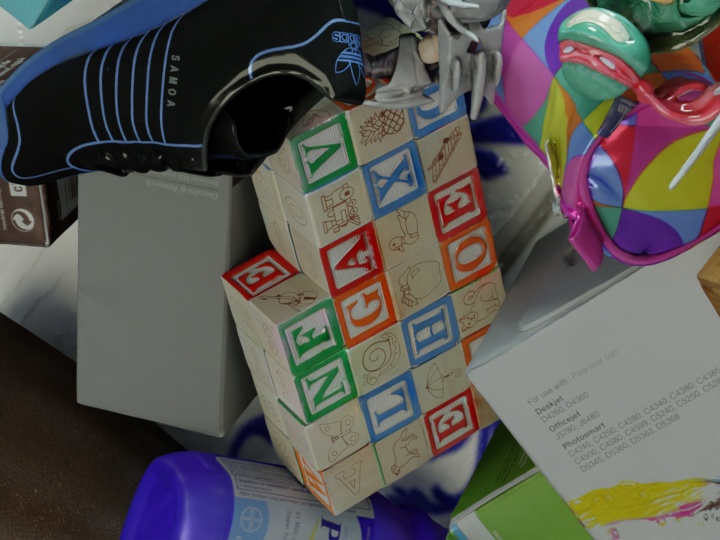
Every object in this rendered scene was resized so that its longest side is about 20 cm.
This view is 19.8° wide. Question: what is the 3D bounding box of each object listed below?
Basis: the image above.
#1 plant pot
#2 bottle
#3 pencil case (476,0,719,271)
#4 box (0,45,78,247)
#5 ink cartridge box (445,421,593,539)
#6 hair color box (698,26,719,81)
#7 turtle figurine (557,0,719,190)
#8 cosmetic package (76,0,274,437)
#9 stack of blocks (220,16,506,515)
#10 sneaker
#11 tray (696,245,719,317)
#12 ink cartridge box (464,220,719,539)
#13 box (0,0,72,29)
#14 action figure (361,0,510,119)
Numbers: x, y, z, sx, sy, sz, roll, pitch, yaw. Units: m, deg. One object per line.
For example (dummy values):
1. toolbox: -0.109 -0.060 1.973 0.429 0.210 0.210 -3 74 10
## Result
1. plant pot: -0.143 0.147 1.080 0.199 0.187 0.187 26 121 -10
2. bottle: -0.020 0.143 1.029 0.199 0.065 0.084 14 103 -33
3. pencil case: 0.090 -0.083 0.858 0.088 0.200 0.089 -8 125 -12
4. box: -0.229 -0.068 1.038 0.199 0.100 0.075 2 115 17
5. ink cartridge box: 0.111 0.158 0.966 0.076 0.200 0.148 -35 100 29
6. hair color box: 0.160 -0.183 0.843 0.061 0.102 0.201 -5 114 19
7. turtle figurine: 0.108 -0.133 0.732 0.149 0.101 0.201 24 86 9
8. cosmetic package: -0.080 -0.033 0.998 0.090 0.107 0.201 10 119 16
9. stack of blocks: 0.000 0.000 0.950 0.059 0.115 0.201 40 151 49
10. sneaker: -0.082 -0.067 0.864 0.200 0.070 0.078 -28 72 35
11. tray: 0.227 -0.050 0.793 0.098 0.200 0.037 21 155 49
12. ink cartridge box: 0.174 0.056 0.927 0.146 0.147 0.200 -33 101 30
13. box: -0.117 -0.176 0.886 0.082 0.200 0.049 39 122 -1
14. action figure: 0.013 -0.138 0.861 0.069 0.200 0.131 0 115 -21
